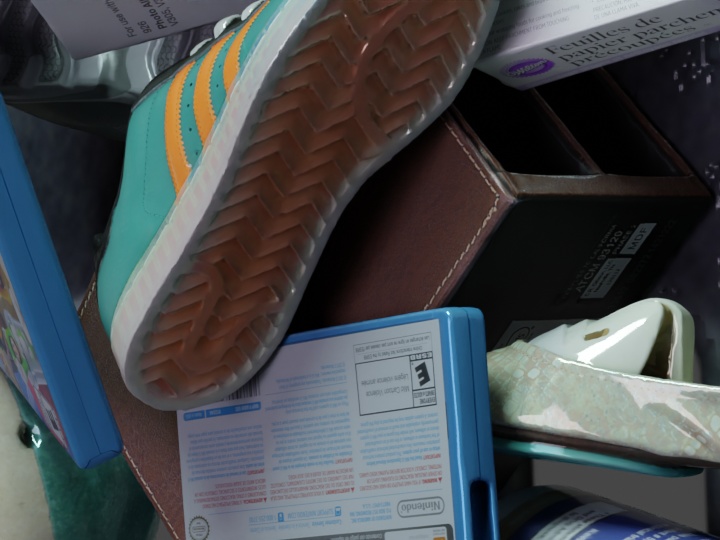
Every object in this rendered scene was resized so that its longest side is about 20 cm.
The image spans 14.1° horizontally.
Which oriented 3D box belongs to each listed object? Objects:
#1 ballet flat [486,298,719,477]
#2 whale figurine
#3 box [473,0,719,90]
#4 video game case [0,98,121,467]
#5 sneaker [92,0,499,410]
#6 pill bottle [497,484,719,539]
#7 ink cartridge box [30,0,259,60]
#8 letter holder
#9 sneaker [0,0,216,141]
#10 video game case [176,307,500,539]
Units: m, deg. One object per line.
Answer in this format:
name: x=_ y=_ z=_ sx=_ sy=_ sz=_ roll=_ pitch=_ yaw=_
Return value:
ballet flat: x=0.112 y=0.039 z=0.908 sx=0.199 sy=0.067 sz=0.063 roll=10 pitch=89 yaw=20
whale figurine: x=-0.141 y=0.094 z=1.173 sx=0.160 sy=0.103 sz=0.200 roll=69 pitch=156 yaw=15
box: x=0.124 y=-0.102 z=0.886 sx=0.199 sy=0.039 sz=0.042 roll=-16 pitch=73 yaw=28
video game case: x=-0.142 y=-0.030 z=1.029 sx=0.200 sy=0.018 sz=0.144 roll=41 pitch=151 yaw=60
sneaker: x=-0.030 y=-0.055 z=0.920 sx=0.200 sy=0.071 sz=0.080 roll=-55 pitch=42 yaw=22
pill bottle: x=0.117 y=0.143 z=0.892 sx=0.199 sy=0.111 sz=0.112 roll=16 pitch=104 yaw=43
ink cartridge box: x=-0.023 y=-0.169 z=0.945 sx=0.199 sy=0.084 sz=0.147 roll=-15 pitch=56 yaw=14
letter holder: x=0.000 y=0.000 z=1.010 sx=0.142 sy=0.100 sz=0.200 roll=53 pitch=126 yaw=31
sneaker: x=-0.060 y=-0.081 z=1.088 sx=0.199 sy=0.082 sz=0.075 roll=12 pitch=84 yaw=25
video game case: x=-0.005 y=0.119 z=0.927 sx=0.143 sy=0.018 sz=0.201 roll=-11 pitch=81 yaw=49
